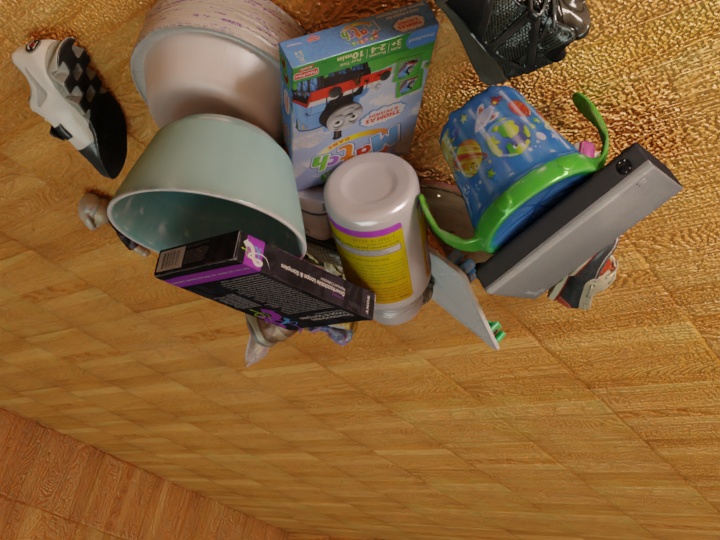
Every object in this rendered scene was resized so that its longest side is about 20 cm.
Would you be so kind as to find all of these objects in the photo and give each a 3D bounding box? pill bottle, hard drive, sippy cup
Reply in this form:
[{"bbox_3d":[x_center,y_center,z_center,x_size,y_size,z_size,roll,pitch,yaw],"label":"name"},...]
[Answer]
[{"bbox_3d":[0.025,-0.027,0.882,0.103,0.105,0.201,5,141,16],"label":"pill bottle"},{"bbox_3d":[0.225,-0.043,0.804,0.200,0.033,0.139,-41,156,25],"label":"hard drive"},{"bbox_3d":[0.149,-0.108,0.789,0.176,0.131,0.140,-19,156,-28],"label":"sippy cup"}]

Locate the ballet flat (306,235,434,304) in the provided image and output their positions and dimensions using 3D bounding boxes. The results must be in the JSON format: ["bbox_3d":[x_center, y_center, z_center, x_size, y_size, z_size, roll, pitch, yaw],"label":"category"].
[{"bbox_3d":[0.000,0.000,1.009,0.197,0.047,0.067,22,-167,-6],"label":"ballet flat"}]

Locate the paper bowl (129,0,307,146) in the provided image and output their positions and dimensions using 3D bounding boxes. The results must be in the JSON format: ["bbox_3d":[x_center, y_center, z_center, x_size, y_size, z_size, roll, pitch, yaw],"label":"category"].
[{"bbox_3d":[-0.145,-0.191,0.829,0.197,0.106,0.202,10,152,5],"label":"paper bowl"}]

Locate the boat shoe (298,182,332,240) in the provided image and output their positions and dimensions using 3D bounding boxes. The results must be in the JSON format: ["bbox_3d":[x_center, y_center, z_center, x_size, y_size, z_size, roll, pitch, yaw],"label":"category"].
[{"bbox_3d":[-0.112,-0.093,0.919,0.199,0.073,0.066,30,130,30],"label":"boat shoe"}]

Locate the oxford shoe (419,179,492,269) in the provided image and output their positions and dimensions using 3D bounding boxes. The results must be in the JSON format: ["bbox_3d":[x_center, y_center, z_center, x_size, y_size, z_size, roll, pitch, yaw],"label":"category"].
[{"bbox_3d":[0.129,-0.044,0.996,0.199,0.075,0.070,32,147,-30],"label":"oxford shoe"}]

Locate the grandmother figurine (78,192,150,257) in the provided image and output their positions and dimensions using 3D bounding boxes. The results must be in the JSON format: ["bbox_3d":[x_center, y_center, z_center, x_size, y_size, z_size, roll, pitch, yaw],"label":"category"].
[{"bbox_3d":[-0.335,-0.070,1.192,0.197,0.061,0.123,17,125,1],"label":"grandmother figurine"}]

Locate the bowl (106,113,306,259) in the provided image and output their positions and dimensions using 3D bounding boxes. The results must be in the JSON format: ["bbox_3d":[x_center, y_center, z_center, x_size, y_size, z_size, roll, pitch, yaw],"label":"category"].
[{"bbox_3d":[-0.143,-0.083,0.790,0.197,0.107,0.201,8,161,3],"label":"bowl"}]

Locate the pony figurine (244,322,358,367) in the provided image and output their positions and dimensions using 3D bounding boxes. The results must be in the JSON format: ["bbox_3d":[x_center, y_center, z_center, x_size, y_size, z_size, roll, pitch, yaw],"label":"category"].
[{"bbox_3d":[-0.102,0.053,1.232,0.197,0.167,0.196,12,120,10],"label":"pony figurine"}]

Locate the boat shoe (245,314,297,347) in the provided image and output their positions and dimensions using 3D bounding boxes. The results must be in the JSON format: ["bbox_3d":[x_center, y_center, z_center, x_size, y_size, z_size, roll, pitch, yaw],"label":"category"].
[{"bbox_3d":[-0.137,0.006,1.129,0.071,0.203,0.076,-15,-175,27],"label":"boat shoe"}]

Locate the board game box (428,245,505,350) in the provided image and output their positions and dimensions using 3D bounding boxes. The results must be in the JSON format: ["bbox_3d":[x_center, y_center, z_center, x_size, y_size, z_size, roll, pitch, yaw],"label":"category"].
[{"bbox_3d":[0.097,-0.002,1.026,0.200,0.026,0.201,40,170,37],"label":"board game box"}]

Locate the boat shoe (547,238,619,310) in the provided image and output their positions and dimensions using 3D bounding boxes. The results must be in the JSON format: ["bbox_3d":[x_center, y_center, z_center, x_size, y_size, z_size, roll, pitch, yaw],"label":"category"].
[{"bbox_3d":[0.293,-0.002,0.996,0.062,0.072,0.201,23,157,7],"label":"boat shoe"}]

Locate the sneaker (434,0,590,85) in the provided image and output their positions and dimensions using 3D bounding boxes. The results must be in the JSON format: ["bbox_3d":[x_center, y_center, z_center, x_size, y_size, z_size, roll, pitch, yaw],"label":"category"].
[{"bbox_3d":[0.123,-0.238,0.652,0.113,0.077,0.199,-7,148,31],"label":"sneaker"}]

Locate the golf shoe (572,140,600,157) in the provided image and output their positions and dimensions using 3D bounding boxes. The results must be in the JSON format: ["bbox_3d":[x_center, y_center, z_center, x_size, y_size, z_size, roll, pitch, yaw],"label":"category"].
[{"bbox_3d":[0.220,-0.077,0.901,0.090,0.076,0.201,12,151,10],"label":"golf shoe"}]

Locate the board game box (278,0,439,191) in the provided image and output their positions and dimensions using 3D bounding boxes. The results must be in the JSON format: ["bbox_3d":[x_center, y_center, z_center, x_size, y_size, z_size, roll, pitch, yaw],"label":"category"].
[{"bbox_3d":[-0.008,-0.168,0.793,0.149,0.037,0.201,-21,157,-15],"label":"board game box"}]

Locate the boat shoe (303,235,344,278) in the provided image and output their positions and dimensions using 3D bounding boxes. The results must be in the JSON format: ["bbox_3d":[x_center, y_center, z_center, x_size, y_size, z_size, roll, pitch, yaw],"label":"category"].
[{"bbox_3d":[-0.031,-0.019,1.086,0.197,0.067,0.074,16,155,24],"label":"boat shoe"}]

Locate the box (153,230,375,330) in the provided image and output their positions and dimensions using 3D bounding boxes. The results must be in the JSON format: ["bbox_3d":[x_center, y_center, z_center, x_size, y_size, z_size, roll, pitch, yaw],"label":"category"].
[{"bbox_3d":[-0.099,0.017,0.841,0.142,0.037,0.199,-9,153,42],"label":"box"}]

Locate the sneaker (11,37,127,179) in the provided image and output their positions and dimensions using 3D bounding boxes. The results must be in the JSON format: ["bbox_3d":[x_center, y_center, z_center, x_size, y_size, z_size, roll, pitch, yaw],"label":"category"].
[{"bbox_3d":[-0.351,-0.196,0.954,0.087,0.075,0.201,5,141,16],"label":"sneaker"}]
